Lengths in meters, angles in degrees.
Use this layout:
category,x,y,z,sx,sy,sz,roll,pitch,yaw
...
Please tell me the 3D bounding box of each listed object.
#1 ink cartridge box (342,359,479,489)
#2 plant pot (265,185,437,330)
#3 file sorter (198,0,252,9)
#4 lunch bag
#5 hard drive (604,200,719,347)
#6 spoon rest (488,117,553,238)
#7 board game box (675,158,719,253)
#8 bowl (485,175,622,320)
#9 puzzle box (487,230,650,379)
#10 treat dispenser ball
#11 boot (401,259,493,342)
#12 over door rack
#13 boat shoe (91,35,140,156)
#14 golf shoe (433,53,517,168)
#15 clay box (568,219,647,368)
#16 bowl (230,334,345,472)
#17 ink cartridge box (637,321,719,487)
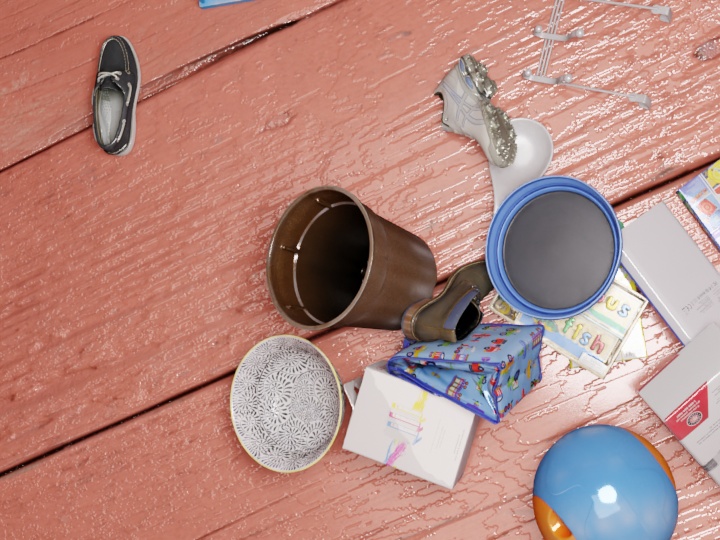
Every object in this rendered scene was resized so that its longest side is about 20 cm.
category,x,y,z,sx,sy,sz,roll,pitch,yaw
ink cartridge box,0.070,0.219,1.506,0.197,0.128,0.128,18,93,13
plant pot,0.000,0.000,1.478,0.198,0.197,0.205,-11,72,38
file sorter,-0.216,-0.544,1.622,0.136,0.123,0.204,-6,85,11
lunch bag,0.143,0.124,1.462,0.197,0.150,0.096,13,115,31
hard drive,0.451,0.010,1.450,0.131,0.025,0.201,-29,78,-33
spoon rest,0.229,-0.130,1.528,0.098,0.061,0.204,13,90,15
board game box,0.576,-0.119,1.464,0.199,0.034,0.137,-36,81,8
bowl,0.275,-0.031,1.440,0.197,0.039,0.205,-4,82,27
puzzle box,0.300,0.048,1.473,0.198,0.025,0.135,31,96,17
treat dispenser ball,0.336,0.315,1.404,0.197,0.201,0.205,-1,86,12
boot,0.159,0.050,1.473,0.096,0.199,0.076,12,128,49
over door rack,0.352,-0.339,1.512,0.196,0.067,0.151,15,90,13
boat shoe,-0.405,-0.293,1.678,0.074,0.060,0.204,-7,85,12
golf shoe,0.170,-0.222,1.530,0.097,0.078,0.203,-35,53,28
clay box,0.348,0.035,1.497,0.113,0.048,0.204,-9,83,14
bowl,-0.092,0.200,1.550,0.197,0.094,0.205,-2,86,29
ink cartridge box,0.495,0.194,1.387,0.144,0.084,0.200,-42,117,6
